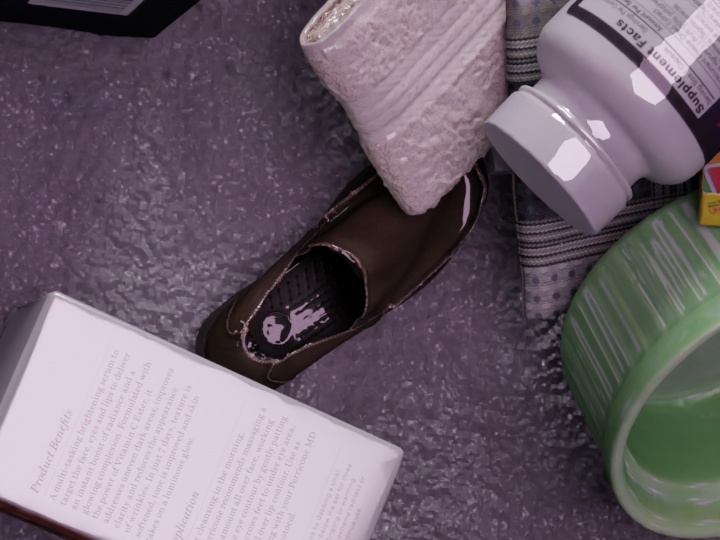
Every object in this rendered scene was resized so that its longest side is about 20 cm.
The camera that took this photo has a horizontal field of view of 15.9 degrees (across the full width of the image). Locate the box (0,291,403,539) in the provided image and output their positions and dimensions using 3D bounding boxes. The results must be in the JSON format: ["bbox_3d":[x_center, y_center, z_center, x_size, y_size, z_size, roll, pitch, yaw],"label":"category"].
[{"bbox_3d":[-0.103,0.102,1.334,0.200,0.152,0.107,25,81,-12],"label":"box"}]

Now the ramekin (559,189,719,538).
[{"bbox_3d":[0.207,0.044,1.408,0.199,0.200,0.098,-15,48,-16],"label":"ramekin"}]

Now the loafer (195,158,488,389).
[{"bbox_3d":[0.000,0.000,1.413,0.200,0.071,0.073,-44,98,-14],"label":"loafer"}]

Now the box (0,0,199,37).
[{"bbox_3d":[-0.131,-0.238,1.327,0.117,0.197,0.201,5,84,-16],"label":"box"}]

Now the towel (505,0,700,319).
[{"bbox_3d":[0.174,-0.080,1.427,0.199,0.035,0.193,-10,107,-17],"label":"towel"}]

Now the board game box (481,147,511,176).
[{"bbox_3d":[0.157,-0.132,1.487,0.199,0.034,0.135,-7,89,-16],"label":"board game box"}]

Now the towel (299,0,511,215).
[{"bbox_3d":[0.063,-0.138,1.389,0.200,0.034,0.133,-47,126,-20],"label":"towel"}]

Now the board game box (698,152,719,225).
[{"bbox_3d":[0.280,-0.055,1.360,0.199,0.030,0.096,5,40,5],"label":"board game box"}]

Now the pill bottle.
[{"bbox_3d":[0.162,-0.116,1.334,0.200,0.111,0.111,-44,98,-5],"label":"pill bottle"}]
